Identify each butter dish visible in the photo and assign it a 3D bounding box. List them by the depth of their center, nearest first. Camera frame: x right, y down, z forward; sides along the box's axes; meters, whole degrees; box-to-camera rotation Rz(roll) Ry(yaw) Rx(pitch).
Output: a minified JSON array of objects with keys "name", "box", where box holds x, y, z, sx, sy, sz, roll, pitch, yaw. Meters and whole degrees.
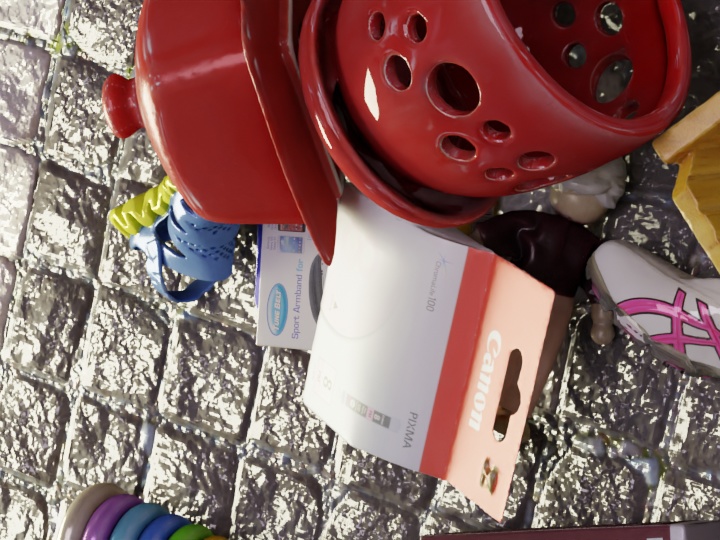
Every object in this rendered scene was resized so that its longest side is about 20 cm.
[{"name":"butter dish","box":[-0.097,-0.120,1.565,0.147,0.200,0.200,-12,42,9]}]

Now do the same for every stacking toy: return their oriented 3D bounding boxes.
[{"name":"stacking toy","box":[-0.121,0.219,1.739,0.199,0.085,0.086,15,97,28]}]

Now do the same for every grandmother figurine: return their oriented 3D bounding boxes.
[{"name":"grandmother figurine","box":[0.116,0.007,1.577,0.201,0.121,0.061,-64,17,6]}]

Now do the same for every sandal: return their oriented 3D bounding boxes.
[{"name":"sandal","box":[-0.110,-0.032,1.710,0.200,0.079,0.087,-28,83,64]}]

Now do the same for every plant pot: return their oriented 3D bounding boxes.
[{"name":"plant pot","box":[0.073,-0.138,1.469,0.182,0.200,0.201,-26,75,40]}]

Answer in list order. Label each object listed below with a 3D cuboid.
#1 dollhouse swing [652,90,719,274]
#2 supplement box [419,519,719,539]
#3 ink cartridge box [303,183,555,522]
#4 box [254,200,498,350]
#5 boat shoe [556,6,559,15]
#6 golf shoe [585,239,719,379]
[{"name":"dollhouse swing","box":[0.320,-0.052,1.391,0.176,0.181,0.200,-47,64,40]},{"name":"supplement box","box":[0.139,0.221,1.563,0.199,0.061,0.109,-6,85,33]},{"name":"ink cartridge box","box":[0.038,0.050,1.552,0.200,0.057,0.163,39,122,57]},{"name":"box","box":[0.000,0.000,1.676,0.199,0.041,0.120,4,92,32]},{"name":"boat shoe","box":[0.038,-0.162,1.626,0.200,0.070,0.072,0,68,31]},{"name":"golf shoe","box":[0.233,0.032,1.498,0.200,0.073,0.092,38,111,21]}]
